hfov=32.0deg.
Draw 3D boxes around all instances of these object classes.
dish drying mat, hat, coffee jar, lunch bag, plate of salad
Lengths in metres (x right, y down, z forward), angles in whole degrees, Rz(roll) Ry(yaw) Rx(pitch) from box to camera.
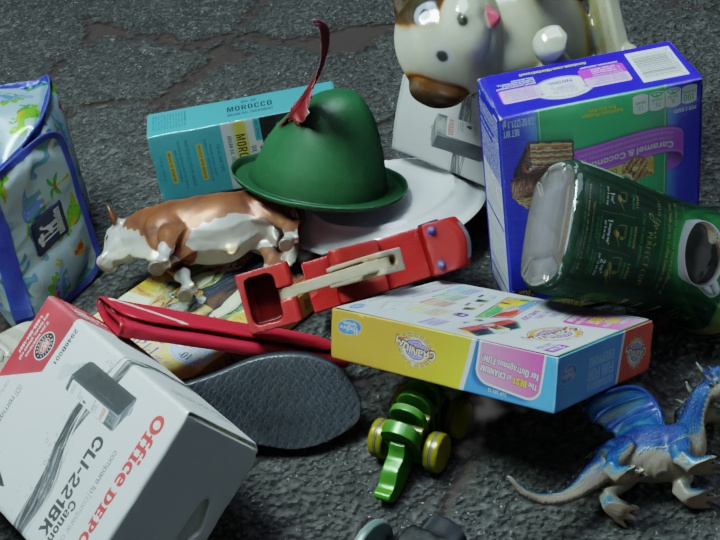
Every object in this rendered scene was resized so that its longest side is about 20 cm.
[{"bbox_3d":[-0.109,0.050,1.013,0.198,0.018,0.077,10,7,-29],"label":"dish drying mat"},{"bbox_3d":[-0.026,-0.159,1.130,0.164,0.178,0.200,-9,25,-31],"label":"hat"},{"bbox_3d":[0.231,-0.013,0.989,0.198,0.106,0.085,15,-10,-18],"label":"coffee jar"},{"bbox_3d":[-0.322,-0.062,1.183,0.126,0.172,0.201,-9,35,0],"label":"lunch bag"},{"bbox_3d":[0.024,-0.055,1.199,0.197,0.049,0.201,-9,28,5],"label":"plate of salad"}]

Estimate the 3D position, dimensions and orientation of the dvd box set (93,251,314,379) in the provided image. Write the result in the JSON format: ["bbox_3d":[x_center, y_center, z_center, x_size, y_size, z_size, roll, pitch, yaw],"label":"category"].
[{"bbox_3d":[-0.153,0.048,1.114,0.145,0.030,0.199,24,47,37],"label":"dvd box set"}]

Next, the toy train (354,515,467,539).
[{"bbox_3d":[0.006,0.239,0.746,0.084,0.115,0.200,17,44,30],"label":"toy train"}]

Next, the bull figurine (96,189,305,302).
[{"bbox_3d":[-0.144,-0.027,1.135,0.197,0.066,0.122,-14,37,-5],"label":"bull figurine"}]

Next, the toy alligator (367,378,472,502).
[{"bbox_3d":[0.057,0.096,0.980,0.059,0.055,0.200,12,41,26],"label":"toy alligator"}]

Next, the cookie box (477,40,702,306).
[{"bbox_3d":[0.193,-0.072,1.053,0.169,0.202,0.076,-11,36,-3],"label":"cookie box"}]

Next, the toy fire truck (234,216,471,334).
[{"bbox_3d":[0.000,0.000,1.034,0.197,0.049,0.141,-17,-1,-2],"label":"toy fire truck"}]

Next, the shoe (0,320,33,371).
[{"bbox_3d":[-0.326,0.101,1.061,0.069,0.054,0.200,10,40,24],"label":"shoe"}]

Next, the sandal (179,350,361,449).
[{"bbox_3d":[-0.098,0.104,0.996,0.197,0.077,0.043,-6,8,4],"label":"sandal"}]

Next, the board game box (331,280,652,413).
[{"bbox_3d":[0.100,0.052,0.959,0.198,0.041,0.152,11,15,37],"label":"board game box"}]

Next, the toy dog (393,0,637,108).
[{"bbox_3d":[0.120,-0.212,1.097,0.198,0.142,0.193,-10,8,-35],"label":"toy dog"}]

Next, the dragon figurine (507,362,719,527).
[{"bbox_3d":[0.194,0.125,0.906,0.197,0.059,0.100,-12,36,-4],"label":"dragon figurine"}]

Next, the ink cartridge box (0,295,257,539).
[{"bbox_3d":[-0.189,0.131,0.912,0.199,0.084,0.145,30,86,41],"label":"ink cartridge box"}]

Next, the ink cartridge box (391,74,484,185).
[{"bbox_3d":[0.150,-0.133,1.208,0.145,0.086,0.199,-11,30,-45],"label":"ink cartridge box"}]

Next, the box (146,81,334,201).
[{"bbox_3d":[-0.117,-0.133,1.308,0.197,0.083,0.049,-11,37,-1],"label":"box"}]
